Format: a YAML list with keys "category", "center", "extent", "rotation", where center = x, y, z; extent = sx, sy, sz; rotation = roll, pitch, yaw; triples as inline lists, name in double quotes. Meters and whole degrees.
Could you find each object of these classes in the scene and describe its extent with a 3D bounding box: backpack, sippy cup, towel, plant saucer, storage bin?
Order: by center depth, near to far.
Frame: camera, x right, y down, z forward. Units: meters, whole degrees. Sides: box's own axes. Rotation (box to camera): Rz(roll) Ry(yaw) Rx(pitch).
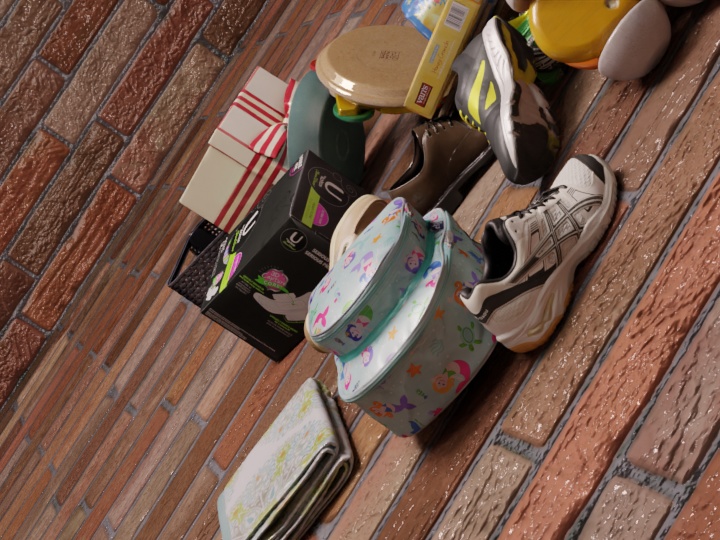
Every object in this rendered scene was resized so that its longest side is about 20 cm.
- category: "backpack"
  center: [0.043, 0.044, 1.334]
  extent: [0.178, 0.150, 0.201]
  rotation: [-48, 23, 20]
- category: "towel"
  center: [-0.078, 0.214, 1.512]
  extent: [0.172, 0.048, 0.200]
  rotation: [-51, 17, 7]
- category: "sippy cup"
  center: [0.124, -0.345, 1.835]
  extent: [0.131, 0.140, 0.177]
  rotation: [-50, -22, 15]
- category: "plant saucer"
  center: [-0.037, -0.165, 1.935]
  extent: [0.036, 0.201, 0.201]
  rotation: [1, 48, 25]
- category: "storage bin"
  center: [-0.192, -0.039, 2.220]
  extent: [0.200, 0.093, 0.136]
  rotation: [-40, 22, 41]

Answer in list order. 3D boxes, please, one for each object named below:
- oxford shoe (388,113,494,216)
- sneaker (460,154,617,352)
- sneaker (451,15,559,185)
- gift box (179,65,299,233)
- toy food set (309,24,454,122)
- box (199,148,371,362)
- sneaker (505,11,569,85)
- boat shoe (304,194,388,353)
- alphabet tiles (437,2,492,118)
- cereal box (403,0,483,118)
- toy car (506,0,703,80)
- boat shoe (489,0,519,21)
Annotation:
- category: "oxford shoe"
  center: [0.103, -0.144, 1.613]
  extent: [0.201, 0.084, 0.073]
  rotation: [-53, 15, 2]
- category: "sneaker"
  center: [0.152, -0.032, 1.259]
  extent: [0.076, 0.087, 0.201]
  rotation: [-31, 28, 58]
- category: "sneaker"
  center: [0.142, -0.159, 1.486]
  extent: [0.084, 0.074, 0.202]
  rotation: [-36, 44, 36]
- category: "gift box"
  center: [-0.116, -0.156, 2.076]
  extent: [0.187, 0.199, 0.185]
  rotation: [-55, 11, 44]
- category: "toy food set"
  center: [0.035, -0.255, 1.884]
  extent: [0.201, 0.196, 0.049]
  rotation: [-100, 9, -52]
- category: "box"
  center: [-0.085, -0.018, 1.826]
  extent: [0.200, 0.124, 0.149]
  rotation: [-43, 22, 33]
- category: "sneaker"
  center: [0.207, -0.244, 1.555]
  extent: [0.199, 0.086, 0.078]
  rotation: [-39, -21, 17]
- category: "boat shoe"
  center: [0.000, 0.000, 1.661]
  extent: [0.065, 0.072, 0.201]
  rotation: [-16, 44, 51]
- category: "alphabet tiles"
  center: [0.115, -0.222, 1.725]
  extent: [0.200, 0.007, 0.168]
  rotation: [110, -176, -68]
- category: "cereal box"
  center: [0.108, -0.271, 1.649]
  extent: [0.200, 0.039, 0.145]
  rotation: [-62, -4, -59]
- category: "toy car"
  center: [0.245, -0.279, 1.394]
  extent: [0.201, 0.175, 0.150]
  rotation: [-53, -20, 10]
- category: "boat shoe"
  center: [0.187, -0.307, 1.712]
  extent: [0.202, 0.072, 0.072]
  rotation: [-64, 17, -3]
